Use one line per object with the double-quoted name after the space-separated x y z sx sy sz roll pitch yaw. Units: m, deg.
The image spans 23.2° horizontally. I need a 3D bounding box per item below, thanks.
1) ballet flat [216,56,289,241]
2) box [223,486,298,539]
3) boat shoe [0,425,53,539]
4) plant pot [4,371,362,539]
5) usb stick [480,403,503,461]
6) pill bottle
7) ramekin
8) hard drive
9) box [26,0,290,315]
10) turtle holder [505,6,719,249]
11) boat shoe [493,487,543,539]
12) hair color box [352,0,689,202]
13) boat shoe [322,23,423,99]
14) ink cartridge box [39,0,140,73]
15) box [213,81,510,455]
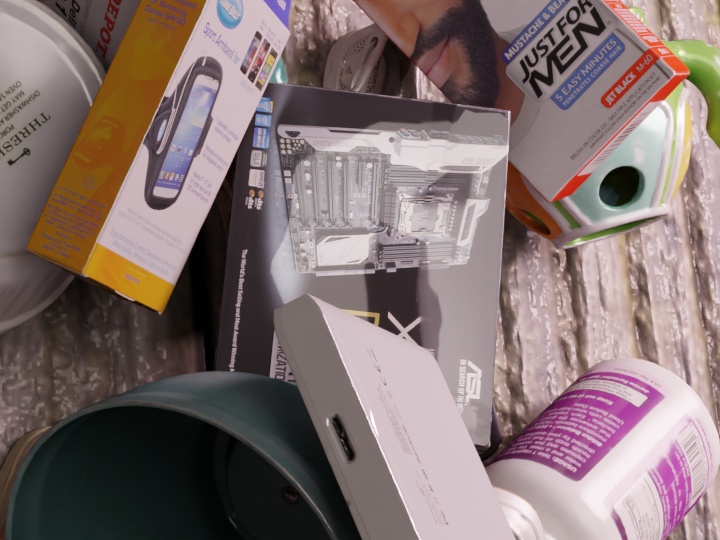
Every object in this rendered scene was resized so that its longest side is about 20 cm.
-0.070 -0.065 1.068 0.070 0.065 0.200 -7 77 -28 "ballet flat"
-0.019 0.141 1.016 0.100 0.075 0.200 23 63 3 "box"
-0.174 0.173 0.927 0.074 0.069 0.200 19 66 -26 "boat shoe"
-0.057 0.133 0.878 0.201 0.200 0.134 59 33 -3 "plant pot"
0.043 0.033 1.094 0.055 0.033 0.200 -25 109 -25 "usb stick"
0.133 0.147 1.090 0.200 0.112 0.112 -36 96 -42 "pill bottle"
-0.221 -0.068 0.956 0.202 0.094 0.203 10 70 -29 "ramekin"
0.023 0.088 0.850 0.132 0.026 0.200 66 11 16 "hard drive"
-0.099 -0.083 0.931 0.041 0.119 0.200 21 84 17 "box"
0.165 -0.091 1.177 0.185 0.141 0.132 -11 80 -34 "turtle holder"
0.051 0.216 0.977 0.071 0.200 0.069 20 25 10 "boat shoe"
0.090 -0.152 1.073 0.200 0.111 0.064 46 18 9 "hair color box"
0.007 -0.072 1.116 0.071 0.069 0.200 13 69 -28 "boat shoe"
-0.148 -0.223 0.981 0.084 0.145 0.200 -30 71 -35 "ink cartridge box"
0.000 0.000 1.000 0.157 0.050 0.200 7 76 -5 "box"
